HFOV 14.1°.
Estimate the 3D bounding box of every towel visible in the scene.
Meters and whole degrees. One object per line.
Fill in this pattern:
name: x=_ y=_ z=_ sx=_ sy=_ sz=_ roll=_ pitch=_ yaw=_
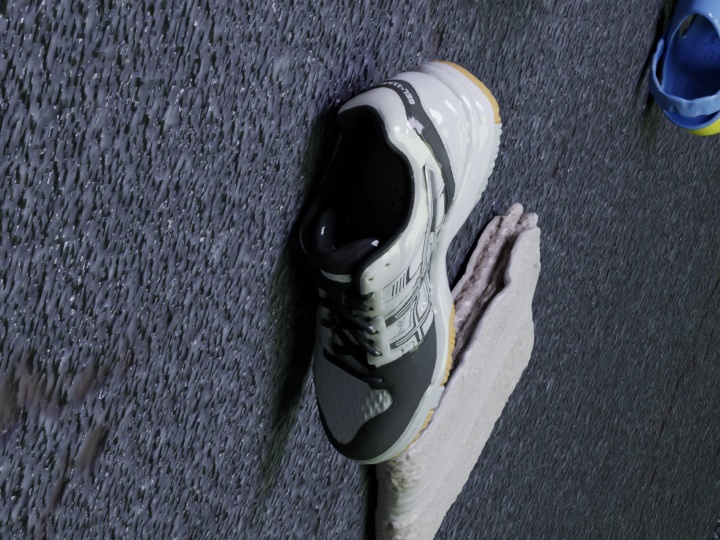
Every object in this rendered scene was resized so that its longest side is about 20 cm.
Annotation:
towel: x=0.058 y=0.068 z=1.670 sx=0.133 sy=0.034 sz=0.201 roll=89 pitch=25 yaw=-50

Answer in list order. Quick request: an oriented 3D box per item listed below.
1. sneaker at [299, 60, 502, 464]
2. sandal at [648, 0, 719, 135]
sneaker: x=0.000 y=0.000 z=1.351 sx=0.087 sy=0.075 sz=0.201 roll=-18 pitch=124 yaw=-51
sandal: x=0.243 y=-0.179 z=1.959 sx=0.087 sy=0.079 sz=0.201 roll=-30 pitch=135 yaw=-63
